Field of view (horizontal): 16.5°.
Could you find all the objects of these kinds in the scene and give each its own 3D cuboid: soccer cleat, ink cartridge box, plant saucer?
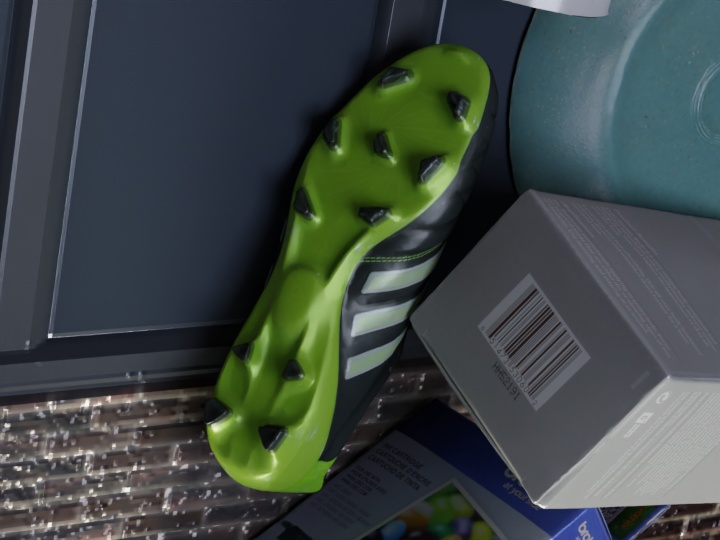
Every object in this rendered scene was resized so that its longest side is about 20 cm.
[{"bbox_3d":[0.000,0.000,1.031,0.200,0.067,0.081,-62,155,-2],"label":"soccer cleat"},{"bbox_3d":[0.020,0.126,1.058,0.200,0.119,0.042,-35,126,-18],"label":"ink cartridge box"},{"bbox_3d":[0.156,-0.082,1.120,0.200,0.036,0.201,-16,120,-31],"label":"plant saucer"}]

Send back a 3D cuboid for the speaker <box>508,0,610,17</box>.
[{"bbox_3d":[0.086,-0.203,0.982,0.081,0.081,0.201,4,109,-38],"label":"speaker"}]

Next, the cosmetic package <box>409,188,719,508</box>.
[{"bbox_3d":[0.127,0.036,1.054,0.090,0.107,0.200,-47,149,22],"label":"cosmetic package"}]
